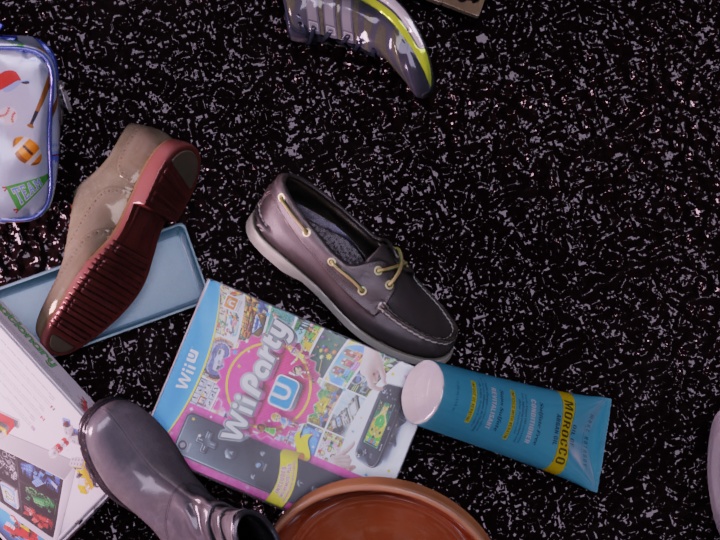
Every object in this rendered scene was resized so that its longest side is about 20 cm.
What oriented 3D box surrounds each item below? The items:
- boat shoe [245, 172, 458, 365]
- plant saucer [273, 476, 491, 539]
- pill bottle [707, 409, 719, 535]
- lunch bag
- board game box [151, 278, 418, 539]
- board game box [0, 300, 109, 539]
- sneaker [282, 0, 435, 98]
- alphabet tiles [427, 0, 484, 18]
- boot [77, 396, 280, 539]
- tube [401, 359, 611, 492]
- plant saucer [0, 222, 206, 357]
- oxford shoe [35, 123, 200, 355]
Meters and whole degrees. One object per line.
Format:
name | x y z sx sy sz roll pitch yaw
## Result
boat shoe | 0.000 0.000 1.739 0.201 0.061 0.072 36 39 3
plant saucer | 0.017 0.250 1.682 0.199 0.032 0.202 4 113 9
pill bottle | 0.386 0.161 1.725 0.198 0.111 0.112 -2 80 -4
lunch bag | -0.330 -0.119 1.723 0.198 0.076 0.162 1 101 -6
board game box | -0.057 0.114 1.719 0.199 0.064 0.148 23 86 1
board game box | -0.280 0.121 1.701 0.126 0.035 0.200 -44 85 17
sneaker | -0.017 -0.208 1.788 0.081 0.074 0.200 -45 78 -3
alphabet tiles | 0.084 -0.316 1.826 0.166 0.008 0.201 20 72 -1
boot | -0.119 0.177 1.620 0.070 0.131 0.200 -47 116 -24
tube | 0.122 0.119 1.714 0.199 0.050 0.078 18 82 -36
plant saucer | -0.225 0.027 1.754 0.199 0.019 0.070 -20 83 -6
oxford shoe | -0.207 -0.026 1.734 0.075 0.070 0.201 29 81 30
